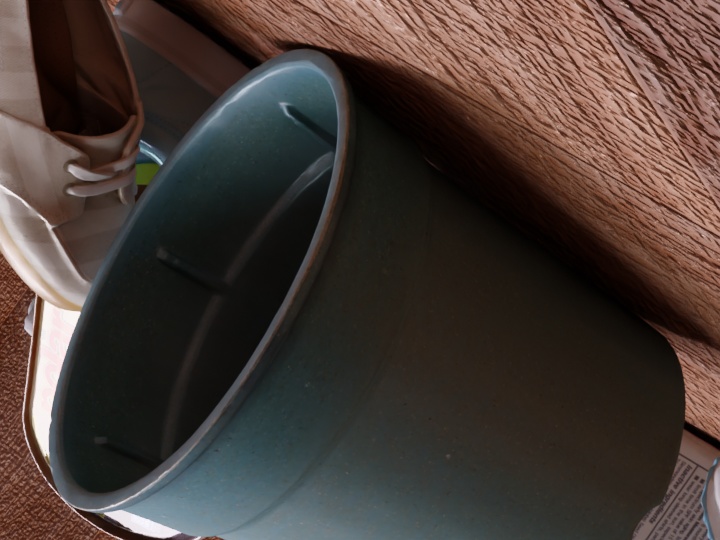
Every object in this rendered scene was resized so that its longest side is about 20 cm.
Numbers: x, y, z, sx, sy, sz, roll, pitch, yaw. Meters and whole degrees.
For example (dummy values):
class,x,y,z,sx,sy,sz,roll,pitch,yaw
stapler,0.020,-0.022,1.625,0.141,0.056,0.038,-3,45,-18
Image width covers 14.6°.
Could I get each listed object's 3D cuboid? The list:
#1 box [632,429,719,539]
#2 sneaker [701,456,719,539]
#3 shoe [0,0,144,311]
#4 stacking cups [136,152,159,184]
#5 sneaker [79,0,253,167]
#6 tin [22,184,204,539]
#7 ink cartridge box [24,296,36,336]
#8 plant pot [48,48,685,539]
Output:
class,x,y,z,sx,sy,sz,roll,pitch,yaw
box,0.173,0.166,1.350,0.200,0.128,0.109,32,173,35
sneaker,0.225,0.148,1.207,0.076,0.081,0.200,-3,-130,-52
shoe,-0.129,-0.074,1.165,0.053,0.070,0.200,5,117,41
stacking cups,-0.113,-0.037,1.421,0.060,0.061,0.200,38,-169,-22
sneaker,-0.044,-0.033,1.235,0.200,0.082,0.074,36,177,6
tin,-0.100,0.046,1.317,0.112,0.042,0.200,23,133,11
ink cartridge box,-0.057,0.030,1.462,0.200,0.147,0.083,30,165,45
plant pot,0.011,0.046,1.129,0.196,0.200,0.200,30,176,-23
